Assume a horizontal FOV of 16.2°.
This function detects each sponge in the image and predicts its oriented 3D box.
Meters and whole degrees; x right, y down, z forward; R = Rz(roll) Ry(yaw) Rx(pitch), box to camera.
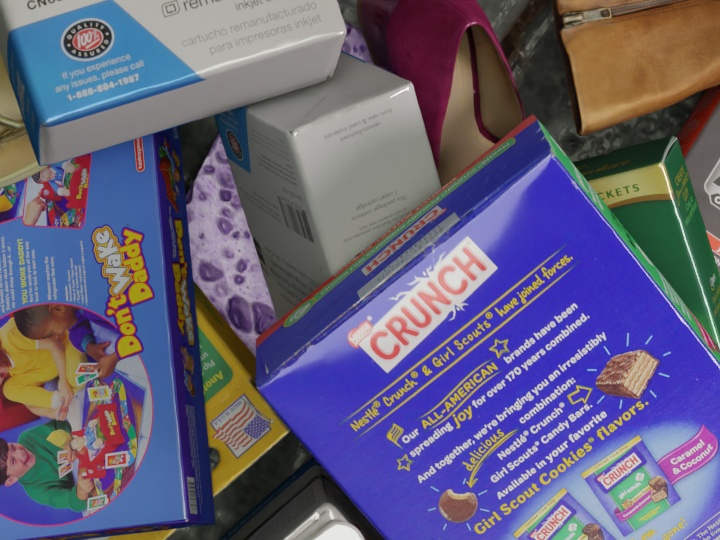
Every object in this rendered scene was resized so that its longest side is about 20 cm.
[{"bbox_3d":[-0.033,-0.031,1.304,0.111,0.030,0.200,27,92,-3],"label":"sponge"}]

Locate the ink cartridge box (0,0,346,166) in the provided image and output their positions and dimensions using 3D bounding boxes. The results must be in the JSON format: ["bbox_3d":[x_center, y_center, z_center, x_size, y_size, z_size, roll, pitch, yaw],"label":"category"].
[{"bbox_3d":[-0.107,-0.168,1.141,0.146,0.084,0.201,-18,82,-9],"label":"ink cartridge box"}]

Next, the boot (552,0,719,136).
[{"bbox_3d":[0.199,-0.098,1.208,0.199,0.068,0.189,-14,87,-7],"label":"boot"}]

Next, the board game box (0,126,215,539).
[{"bbox_3d":[-0.148,0.030,1.218,0.134,0.045,0.201,-8,81,13],"label":"board game box"}]

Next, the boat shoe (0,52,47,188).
[{"bbox_3d":[-0.219,-0.074,1.193,0.200,0.063,0.073,-6,81,16],"label":"boat shoe"}]

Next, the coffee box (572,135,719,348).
[{"bbox_3d":[0.122,0.045,1.221,0.123,0.044,0.201,-12,106,22],"label":"coffee box"}]

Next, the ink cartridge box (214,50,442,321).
[{"bbox_3d":[0.000,0.000,1.222,0.067,0.116,0.201,-24,114,-17],"label":"ink cartridge box"}]

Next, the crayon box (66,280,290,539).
[{"bbox_3d":[-0.134,0.045,1.263,0.126,0.052,0.200,-41,75,6],"label":"crayon box"}]

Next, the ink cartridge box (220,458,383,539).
[{"bbox_3d":[-0.003,0.180,1.221,0.084,0.200,0.146,-40,92,0],"label":"ink cartridge box"}]

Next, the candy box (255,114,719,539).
[{"bbox_3d":[0.076,0.062,1.142,0.169,0.077,0.200,-38,107,6],"label":"candy box"}]

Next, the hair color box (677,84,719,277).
[{"bbox_3d":[0.221,-0.067,1.270,0.101,0.061,0.200,33,76,-3],"label":"hair color box"}]

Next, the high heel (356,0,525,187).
[{"bbox_3d":[0.063,-0.053,1.246,0.067,0.096,0.200,-39,118,-12],"label":"high heel"}]
